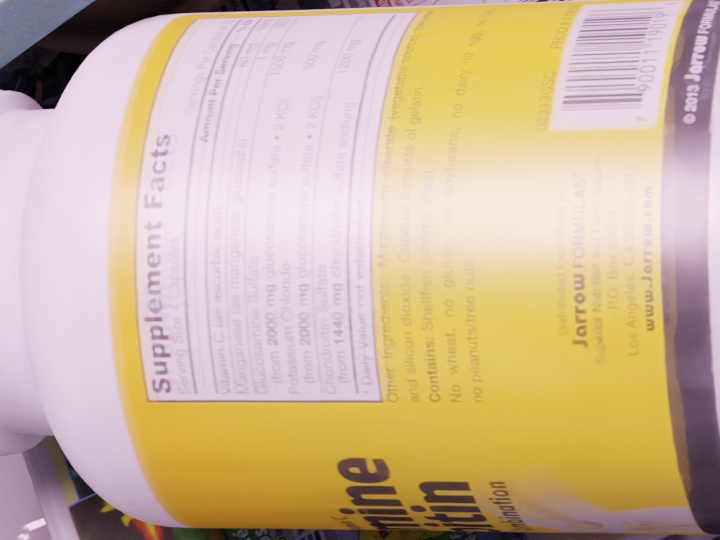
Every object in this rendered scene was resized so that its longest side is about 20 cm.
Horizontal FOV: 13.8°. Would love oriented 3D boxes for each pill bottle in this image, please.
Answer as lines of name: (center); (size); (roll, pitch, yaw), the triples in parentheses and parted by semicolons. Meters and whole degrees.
pill bottle: (-0.002, 0.000, 0.632); (0.200, 0.112, 0.112); (-1, 61, 17)

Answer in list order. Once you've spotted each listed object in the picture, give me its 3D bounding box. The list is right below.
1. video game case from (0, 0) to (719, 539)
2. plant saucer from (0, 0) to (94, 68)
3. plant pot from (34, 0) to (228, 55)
video game case: (0.000, 0.000, 0.711); (0.182, 0.022, 0.200); (-25, 58, 3)
plant saucer: (-0.096, -0.062, 0.698); (0.200, 0.019, 0.070); (-27, 36, 54)
plant pot: (-0.045, -0.181, 0.735); (0.200, 0.200, 0.173); (28, 50, 28)
